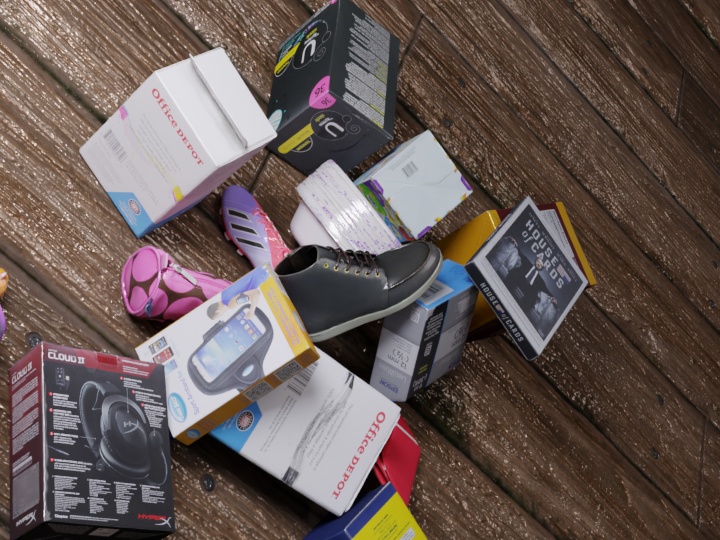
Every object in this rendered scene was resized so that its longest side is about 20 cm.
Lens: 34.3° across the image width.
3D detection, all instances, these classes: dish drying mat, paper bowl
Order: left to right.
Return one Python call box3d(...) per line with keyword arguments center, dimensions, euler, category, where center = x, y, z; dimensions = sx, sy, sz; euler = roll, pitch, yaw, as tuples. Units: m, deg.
box3d(center=(-0.015, -0.036, 1.525), dimensions=(0.201, 0.104, 0.201), euler=(51, -1, 1), category="paper bowl")
box3d(center=(0.046, 0.232, 1.454), dimensions=(0.078, 0.018, 0.200), euler=(61, 11, -6), category="dish drying mat")

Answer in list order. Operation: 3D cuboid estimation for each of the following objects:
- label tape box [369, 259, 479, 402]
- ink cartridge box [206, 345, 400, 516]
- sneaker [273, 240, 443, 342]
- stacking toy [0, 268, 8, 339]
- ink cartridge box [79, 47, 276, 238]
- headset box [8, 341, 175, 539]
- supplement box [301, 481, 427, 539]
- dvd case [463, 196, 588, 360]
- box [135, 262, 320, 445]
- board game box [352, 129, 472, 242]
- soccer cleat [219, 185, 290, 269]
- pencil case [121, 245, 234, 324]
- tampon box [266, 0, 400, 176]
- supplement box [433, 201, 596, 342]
box3d(center=(0.079, 0.103, 1.508), dimensions=(0.065, 0.203, 0.143), euler=(25, 29, 27), category="label tape box")
box3d(center=(-0.073, 0.166, 1.338), dimensions=(0.199, 0.084, 0.146), euler=(37, 78, -24), category="ink cartridge box")
box3d(center=(0.000, 0.000, 1.382), dimensions=(0.107, 0.198, 0.075), euler=(65, -5, -36), category="sneaker")
box3d(center=(-0.387, 0.057, 1.123), dimensions=(0.110, 0.116, 0.201), euler=(45, 26, -16), category="stacking toy")
box3d(center=(-0.205, -0.155, 1.362), dimensions=(0.130, 0.199, 0.125), euler=(56, 39, -2), category="ink cartridge box")
box3d(center=(-0.271, 0.170, 1.174), dimensions=(0.147, 0.077, 0.203), euler=(15, 54, -41), category="headset box")
box3d(center=(0.028, 0.368, 1.340), dimensions=(0.202, 0.108, 0.109), euler=(58, 39, -1), category="supplement box")
box3d(center=(0.223, 0.006, 1.546), dimensions=(0.151, 0.025, 0.200), euler=(54, 41, -7), category="dvd case")
box3d(center=(-0.154, 0.096, 1.257), dimensions=(0.120, 0.198, 0.042), euler=(58, 2, 29), category="box")
box3d(center=(0.061, -0.109, 1.608), dimensions=(0.104, 0.200, 0.104), euler=(-39, 97, -9), category="board game box")
box3d(center=(-0.114, -0.024, 1.473), dimensions=(0.066, 0.076, 0.203), euler=(-9, 73, -49), category="soccer cleat")
box3d(center=(-0.176, 0.034, 1.354), dimensions=(0.198, 0.093, 0.092), euler=(17, 43, -41), category="pencil case")
box3d(center=(-0.039, -0.254, 1.648), dimensions=(0.125, 0.149, 0.202), euler=(32, 45, -29), category="tampon box")
box3d(center=(0.195, 0.009, 1.689), dimensions=(0.198, 0.196, 0.135), euler=(-9, 72, -48), category="supplement box")
